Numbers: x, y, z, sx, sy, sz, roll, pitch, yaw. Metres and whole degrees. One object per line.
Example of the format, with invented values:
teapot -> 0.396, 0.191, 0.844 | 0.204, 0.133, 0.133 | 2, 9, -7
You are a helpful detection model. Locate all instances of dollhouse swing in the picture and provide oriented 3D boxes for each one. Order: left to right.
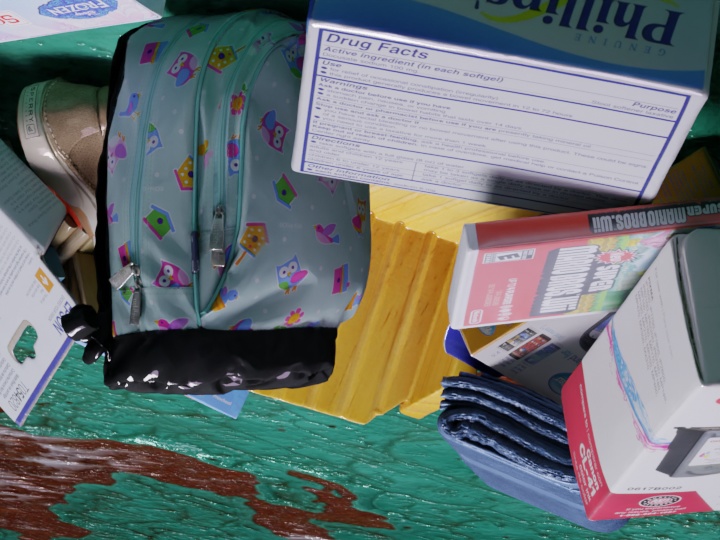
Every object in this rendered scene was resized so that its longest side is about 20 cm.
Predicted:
dollhouse swing -> 0.000, 0.000, 1.592 | 0.199, 0.183, 0.176 | 18, -179, -21

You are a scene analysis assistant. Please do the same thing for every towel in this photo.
towel -> 0.110, 0.109, 1.648 | 0.111, 0.049, 0.200 | 23, 171, 15

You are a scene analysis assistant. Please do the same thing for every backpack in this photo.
backpack -> -0.066, -0.037, 1.451 | 0.126, 0.201, 0.167 | 2, -179, 29

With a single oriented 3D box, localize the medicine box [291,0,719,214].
medicine box -> 0.066, -0.109, 1.303 | 0.181, 0.104, 0.200 | 10, 162, -1

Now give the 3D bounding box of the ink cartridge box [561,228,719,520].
ink cartridge box -> 0.202, 0.055, 1.410 | 0.147, 0.086, 0.200 | -3, 158, -13

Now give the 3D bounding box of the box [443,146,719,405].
box -> 0.147, 0.014, 1.580 | 0.200, 0.042, 0.119 | -35, 147, 18

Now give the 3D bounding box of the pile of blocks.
pile of blocks -> -0.181, -0.016, 1.717 | 0.199, 0.082, 0.062 | 29, 134, -21

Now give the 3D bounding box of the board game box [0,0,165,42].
board game box -> -0.231, -0.173, 1.372 | 0.199, 0.041, 0.199 | -4, 157, 36

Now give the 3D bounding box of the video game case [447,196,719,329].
video game case -> 0.147, -0.006, 1.394 | 0.199, 0.018, 0.143 | -6, 164, -3

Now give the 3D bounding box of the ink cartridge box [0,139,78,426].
ink cartridge box -> -0.238, -0.020, 1.641 | 0.200, 0.041, 0.200 | 48, 151, 3

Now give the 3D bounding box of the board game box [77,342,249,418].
board game box -> -0.183, 0.030, 1.829 | 0.199, 0.037, 0.151 | 27, 178, -24

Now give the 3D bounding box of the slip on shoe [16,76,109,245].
slip on shoe -> -0.139, -0.058, 1.637 | 0.060, 0.076, 0.200 | -11, 152, 15
